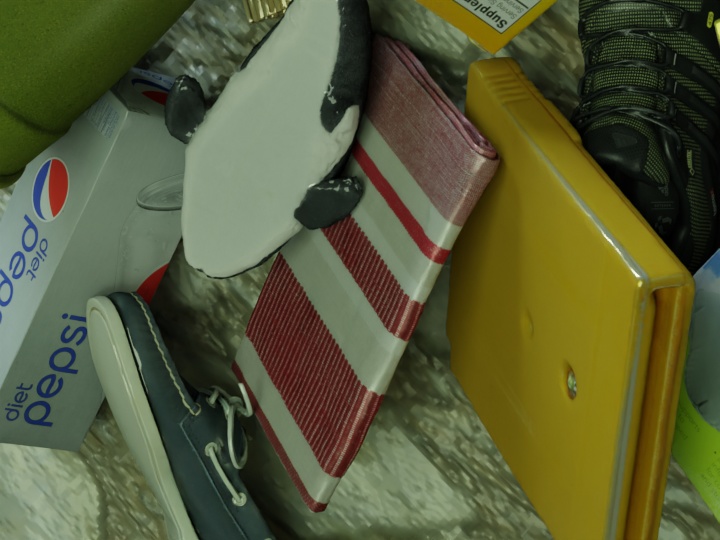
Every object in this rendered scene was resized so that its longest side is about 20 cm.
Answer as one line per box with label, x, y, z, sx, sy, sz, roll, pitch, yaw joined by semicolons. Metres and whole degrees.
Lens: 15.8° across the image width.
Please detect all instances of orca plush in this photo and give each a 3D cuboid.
orca plush;-0.036;-0.092;1.276;0.105;0.071;0.200;14;117;14

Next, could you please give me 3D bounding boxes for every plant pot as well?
plant pot;-0.146;-0.173;1.218;0.193;0.200;0.200;-32;88;13

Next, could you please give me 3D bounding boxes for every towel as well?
towel;0.000;0.000;1.265;0.023;0.144;0.200;15;112;-26

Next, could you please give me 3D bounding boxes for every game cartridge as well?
game cartridge;0.091;0.023;1.194;0.032;0.200;0.176;-7;125;-17

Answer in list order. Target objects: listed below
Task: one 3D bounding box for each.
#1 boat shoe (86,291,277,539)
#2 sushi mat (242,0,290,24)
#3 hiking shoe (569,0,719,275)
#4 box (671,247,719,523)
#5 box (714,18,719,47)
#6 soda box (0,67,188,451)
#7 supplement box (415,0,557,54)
boat shoe;-0.082;0.095;1.327;0.062;0.075;0.200;-25;105;-11
sushi mat;-0.039;-0.231;1.293;0.096;0.012;0.200;-13;95;24
hiking shoe;0.136;-0.077;1.208;0.076;0.101;0.200;-6;99;20
box;0.204;0.033;1.143;0.122;0.048;0.200;56;141;17
box;0.219;-0.030;1.202;0.050;0.075;0.200;-16;93;21
soda box;-0.146;-0.007;1.336;0.063;0.068;0.200;46;116;44
supplement box;0.083;-0.215;1.178;0.200;0.109;0.110;-39;46;22
